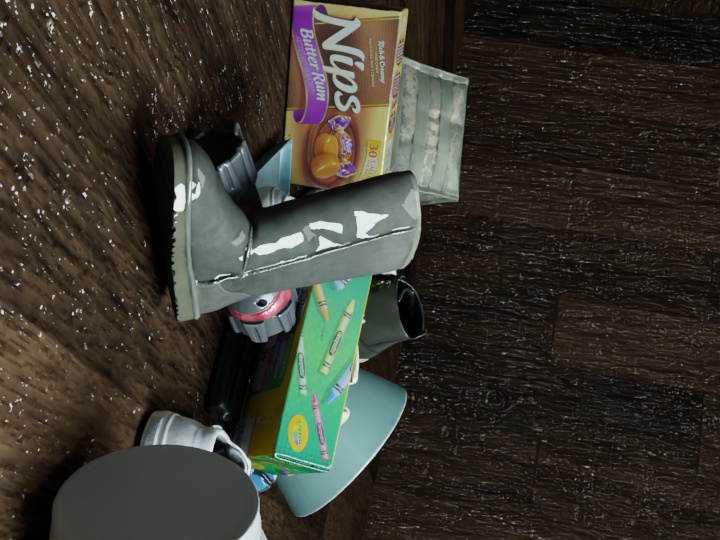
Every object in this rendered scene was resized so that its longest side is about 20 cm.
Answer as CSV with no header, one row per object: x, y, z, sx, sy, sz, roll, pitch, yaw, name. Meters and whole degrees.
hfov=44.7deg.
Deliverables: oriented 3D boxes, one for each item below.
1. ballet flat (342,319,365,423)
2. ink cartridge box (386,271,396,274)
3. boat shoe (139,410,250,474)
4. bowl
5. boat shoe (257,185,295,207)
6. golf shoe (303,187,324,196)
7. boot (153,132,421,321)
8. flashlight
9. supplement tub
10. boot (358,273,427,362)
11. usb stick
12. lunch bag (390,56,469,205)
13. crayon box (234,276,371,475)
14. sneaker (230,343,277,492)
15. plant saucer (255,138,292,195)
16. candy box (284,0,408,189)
-0.037,0.128,0.950,0.076,0.064,0.200,-162,-96,-75,ballet flat
0.002,-0.031,1.182,0.099,0.039,0.200,-12,-93,56,ink cartridge box
-0.131,0.169,0.759,0.200,0.068,0.072,85,16,-59,boat shoe
-0.049,0.185,1.061,0.201,0.105,0.201,-46,-172,8,bowl
-0.048,-0.040,0.887,0.201,0.071,0.070,43,40,-70,boat shoe
-0.043,-0.009,1.119,0.097,0.078,0.200,-10,89,-63,golf shoe
-0.047,-0.042,0.652,0.182,0.200,0.073,100,-25,-52,boot
-0.101,-0.023,0.729,0.200,0.068,0.068,76,-10,-49,flashlight
-0.131,0.230,0.563,0.145,0.145,0.200,-61,159,-67,supplement tub
0.000,0.000,1.005,0.077,0.138,0.200,-26,91,-40,boot
-0.114,0.056,0.878,0.055,0.033,0.200,77,23,-67,usb stick
0.027,-0.178,1.083,0.118,0.200,0.164,-1,-98,54,lunch bag
-0.056,0.089,0.833,0.119,0.058,0.200,-27,-134,61,crayon box
-0.107,0.131,0.946,0.082,0.073,0.200,-153,-103,-80,sneaker
-0.103,-0.072,0.862,0.200,0.019,0.070,-66,163,-64,plant saucer
-0.019,-0.190,0.957,0.056,0.117,0.200,-61,159,-66,candy box
